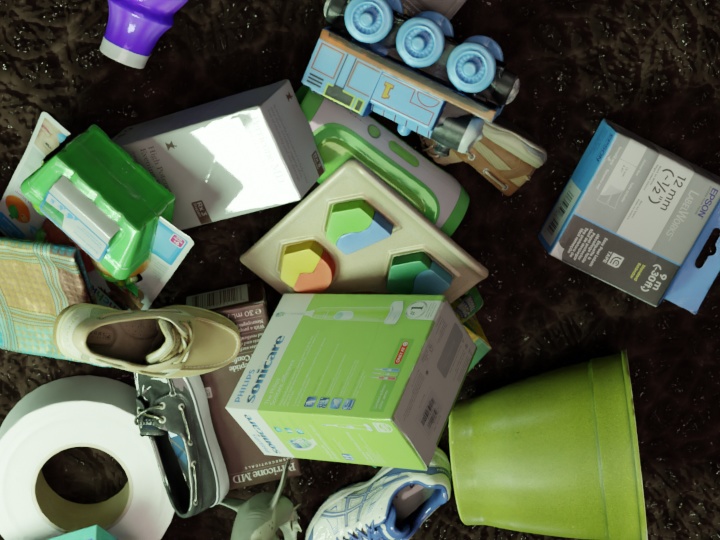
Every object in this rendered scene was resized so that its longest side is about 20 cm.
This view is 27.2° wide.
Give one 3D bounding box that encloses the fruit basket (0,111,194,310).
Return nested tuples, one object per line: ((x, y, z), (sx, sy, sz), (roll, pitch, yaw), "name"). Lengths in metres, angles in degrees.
((-0.266, -0.034, 1.424), (0.185, 0.094, 0.200), (42, 133, -1), "fruit basket")

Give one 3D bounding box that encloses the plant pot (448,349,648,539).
((0.193, 0.193, 1.553), (0.191, 0.201, 0.202), (-7, 109, 9), "plant pot")

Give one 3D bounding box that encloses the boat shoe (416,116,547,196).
((0.091, -0.138, 1.483), (0.199, 0.076, 0.072), (30, 105, -13), "boat shoe")

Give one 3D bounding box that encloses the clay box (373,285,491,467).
((0.062, 0.098, 1.535), (0.048, 0.115, 0.200), (41, 101, -17), "clay box")

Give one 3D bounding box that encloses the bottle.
((-0.190, -0.292, 1.406), (0.083, 0.065, 0.201), (22, 105, -13), "bottle")

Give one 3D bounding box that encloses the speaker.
((0.010, -0.103, 1.480), (0.199, 0.089, 0.089), (35, 102, -15), "speaker")

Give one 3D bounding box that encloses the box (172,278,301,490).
((-0.128, 0.121, 1.547), (0.099, 0.075, 0.202), (-12, 111, -1), "box")

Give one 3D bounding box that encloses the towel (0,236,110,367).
((-0.340, 0.026, 1.448), (0.198, 0.022, 0.148), (8, 131, 25), "towel")

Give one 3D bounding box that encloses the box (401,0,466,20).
((0.029, -0.327, 1.426), (0.199, 0.048, 0.159), (38, 103, -16), "box")

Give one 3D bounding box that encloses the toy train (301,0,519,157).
((0.047, -0.185, 1.393), (0.199, 0.087, 0.115), (26, 109, 4), "toy train")

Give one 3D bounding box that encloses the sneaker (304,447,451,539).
((0.015, 0.267, 1.601), (0.200, 0.088, 0.075), (-44, 109, 10), "sneaker")

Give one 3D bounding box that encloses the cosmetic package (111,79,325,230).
((-0.145, -0.104, 1.429), (0.198, 0.074, 0.102), (-13, 112, 30), "cosmetic package")

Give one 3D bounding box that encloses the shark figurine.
((-0.108, 0.262, 1.560), (0.089, 0.215, 0.129), (8, 77, 13), "shark figurine")

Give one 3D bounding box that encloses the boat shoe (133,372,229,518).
((-0.194, 0.155, 1.493), (0.069, 0.066, 0.202), (-5, 108, 38), "boat shoe")

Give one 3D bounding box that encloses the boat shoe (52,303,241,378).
((-0.191, 0.069, 1.414), (0.199, 0.065, 0.073), (9, 92, -39), "boat shoe")

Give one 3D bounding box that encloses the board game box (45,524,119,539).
((-0.281, 0.340, 1.549), (0.151, 0.045, 0.200), (-18, 141, 19), "board game box")

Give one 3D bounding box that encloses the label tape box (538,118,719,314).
((0.306, -0.046, 1.539), (0.199, 0.066, 0.144), (25, 104, -11), "label tape box")

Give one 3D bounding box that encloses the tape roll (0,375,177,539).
((-0.290, 0.216, 1.563), (0.200, 0.071, 0.204), (-2, 109, -6), "tape roll")

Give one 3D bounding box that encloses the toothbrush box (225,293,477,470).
((-0.008, 0.103, 1.438), (0.198, 0.146, 0.086), (0, 140, 34), "toothbrush box")

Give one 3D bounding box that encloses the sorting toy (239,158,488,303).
((0.000, 0.000, 1.489), (0.185, 0.037, 0.200), (39, 129, -17), "sorting toy")
